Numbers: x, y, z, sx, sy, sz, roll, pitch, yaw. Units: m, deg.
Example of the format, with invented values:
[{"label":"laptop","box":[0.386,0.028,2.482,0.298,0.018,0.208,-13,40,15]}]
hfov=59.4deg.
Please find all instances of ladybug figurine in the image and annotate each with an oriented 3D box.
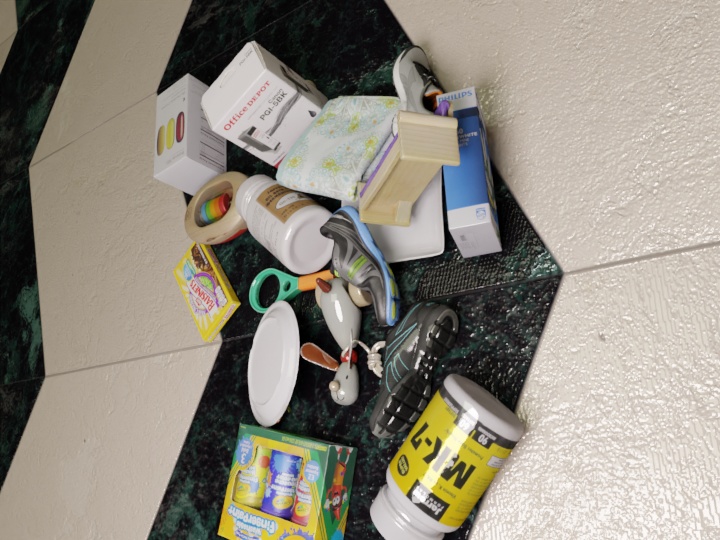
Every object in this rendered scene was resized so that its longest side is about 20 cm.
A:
[{"label":"ladybug figurine","box":[-0.264,-0.114,1.224,0.197,0.071,0.139,-12,67,35]}]

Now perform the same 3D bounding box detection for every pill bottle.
[{"label":"pill bottle","box":[0.102,0.242,0.780,0.114,0.113,0.202,38,100,40]},{"label":"pill bottle","box":[-0.132,-0.088,1.079,0.199,0.113,0.116,37,99,43]}]

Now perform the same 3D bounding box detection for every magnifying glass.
[{"label":"magnifying glass","box":[-0.119,0.027,1.092,0.196,0.022,0.082,-12,68,34]}]

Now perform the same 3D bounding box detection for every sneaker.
[{"label":"sneaker","box":[0.000,0.000,0.930,0.082,0.071,0.202,-30,65,4]},{"label":"sneaker","box":[0.065,0.135,0.882,0.079,0.075,0.203,23,81,48]},{"label":"sneaker","box":[0.096,-0.273,0.967,0.079,0.073,0.204,-33,44,41]}]

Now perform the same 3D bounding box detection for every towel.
[{"label":"towel","box":[-0.028,-0.206,1.029,0.169,0.048,0.202,14,64,39]}]

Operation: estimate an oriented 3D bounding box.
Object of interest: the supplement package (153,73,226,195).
[{"label":"supplement package","box":[-0.358,-0.284,1.333,0.112,0.109,0.205,-21,62,32]}]

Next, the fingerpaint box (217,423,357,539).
[{"label":"fingerpaint box","box":[-0.112,0.333,0.947,0.197,0.073,0.171,1,75,39]}]

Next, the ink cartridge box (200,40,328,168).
[{"label":"ink cartridge box","box":[-0.155,-0.277,1.108,0.146,0.198,0.084,-41,54,20]}]

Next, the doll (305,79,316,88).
[{"label":"doll","box":[-0.165,-0.337,1.237,0.197,0.048,0.140,-4,74,38]}]

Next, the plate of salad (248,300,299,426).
[{"label":"plate of salad","box":[-0.137,0.153,1.041,0.199,0.047,0.205,-30,55,54]}]

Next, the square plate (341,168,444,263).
[{"label":"square plate","box":[0.051,-0.103,0.995,0.195,0.028,0.205,-11,68,35]}]

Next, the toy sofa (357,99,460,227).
[{"label":"toy sofa","box":[0.059,-0.146,0.863,0.200,0.081,0.100,128,142,-64]}]

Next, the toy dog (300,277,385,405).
[{"label":"toy dog","box":[-0.034,0.088,0.953,0.131,0.096,0.203,-35,56,24]}]

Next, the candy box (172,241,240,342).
[{"label":"candy box","box":[-0.305,0.033,1.238,0.103,0.026,0.201,-51,50,18]}]

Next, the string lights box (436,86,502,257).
[{"label":"string lights box","box":[0.149,-0.134,0.871,0.058,0.103,0.205,-9,68,17]}]
